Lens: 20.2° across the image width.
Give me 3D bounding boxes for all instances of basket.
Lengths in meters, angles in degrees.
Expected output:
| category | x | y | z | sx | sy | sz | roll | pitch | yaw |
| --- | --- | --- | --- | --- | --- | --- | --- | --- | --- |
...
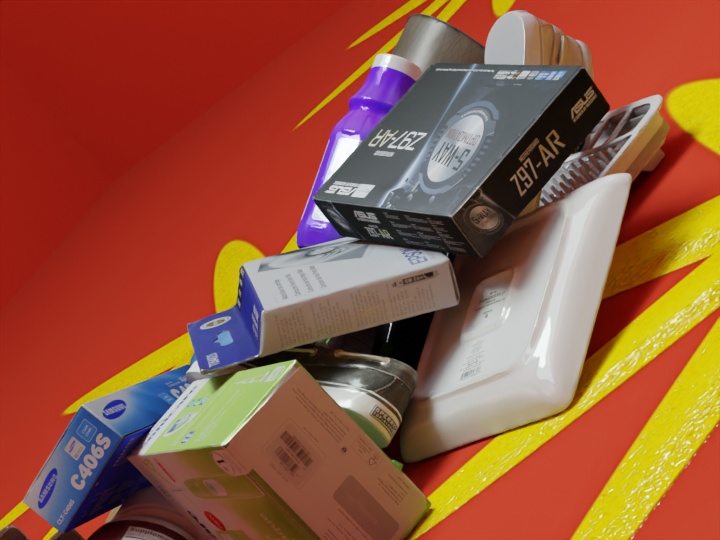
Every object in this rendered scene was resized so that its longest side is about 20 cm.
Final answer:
| category | x | y | z | sx | sy | sz | roll | pitch | yaw |
| --- | --- | --- | --- | --- | --- | --- | --- | --- | --- |
| basket | 0.060 | -0.114 | 1.969 | 0.136 | 0.180 | 0.201 | 15 | 67 | 54 |

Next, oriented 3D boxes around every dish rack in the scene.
| category | x | y | z | sx | sy | sz | roll | pitch | yaw |
| --- | --- | --- | --- | --- | --- | --- | --- | --- | --- |
| dish rack | 0.167 | -0.052 | 1.666 | 0.200 | 0.044 | 0.171 | -49 | 15 | -25 |

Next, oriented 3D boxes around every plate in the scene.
| category | x | y | z | sx | sy | sz | roll | pitch | yaw |
| --- | --- | --- | --- | --- | --- | --- | --- | --- | --- |
| plate | 0.104 | 0.031 | 1.479 | 0.199 | 0.032 | 0.201 | -25 | 39 | 51 |

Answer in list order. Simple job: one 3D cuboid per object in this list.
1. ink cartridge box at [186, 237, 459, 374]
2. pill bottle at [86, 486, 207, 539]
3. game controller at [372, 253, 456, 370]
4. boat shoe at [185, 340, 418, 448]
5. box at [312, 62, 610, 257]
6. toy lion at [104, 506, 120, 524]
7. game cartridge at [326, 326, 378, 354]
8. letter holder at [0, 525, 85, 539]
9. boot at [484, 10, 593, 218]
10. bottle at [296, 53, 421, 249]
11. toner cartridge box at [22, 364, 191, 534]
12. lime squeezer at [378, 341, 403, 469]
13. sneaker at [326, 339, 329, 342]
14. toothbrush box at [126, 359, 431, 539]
| category | x | y | z | sx | sy | sz | roll | pitch | yaw |
| --- | --- | --- | --- | --- | --- | --- | --- | --- | --- |
| ink cartridge box | -0.038 | 0.017 | 1.558 | 0.199 | 0.041 | 0.200 | -16 | 11 | -6 |
| pill bottle | -0.172 | 0.256 | 1.513 | 0.114 | 0.114 | 0.200 | -35 | 14 | 30 |
| game controller | 0.051 | 0.013 | 1.680 | 0.104 | 0.042 | 0.201 | -22 | 46 | 50 |
| boat shoe | -0.043 | 0.085 | 1.520 | 0.199 | 0.071 | 0.064 | 9 | 56 | 37 |
| box | 0.073 | -0.088 | 1.543 | 0.160 | 0.044 | 0.200 | -48 | 27 | -18 |
| toy lion | -0.128 | 0.157 | 1.761 | 0.192 | 0.069 | 0.200 | -44 | 9 | 35 |
| game cartridge | -0.048 | 0.129 | 1.625 | 0.201 | 0.038 | 0.130 | -57 | 10 | 20 |
| letter holder | -0.248 | 0.280 | 1.601 | 0.100 | 0.142 | 0.200 | -35 | 14 | 29 |
| boot | 0.149 | -0.106 | 1.632 | 0.073 | 0.095 | 0.201 | -15 | 64 | 53 |
| bottle | 0.005 | -0.099 | 1.859 | 0.065 | 0.083 | 0.201 | 11 | 74 | 32 |
| toner cartridge box | -0.182 | 0.136 | 1.587 | 0.095 | 0.043 | 0.200 | -58 | -12 | 15 |
| lime squeezer | 0.010 | 0.129 | 1.544 | 0.071 | 0.038 | 0.200 | -41 | 17 | 15 |
| sneaker | -0.021 | 0.059 | 1.775 | 0.074 | 0.084 | 0.200 | -41 | 11 | 17 |
| toothbrush box | -0.063 | 0.151 | 1.457 | 0.086 | 0.146 | 0.200 | -48 | 14 | -22 |
